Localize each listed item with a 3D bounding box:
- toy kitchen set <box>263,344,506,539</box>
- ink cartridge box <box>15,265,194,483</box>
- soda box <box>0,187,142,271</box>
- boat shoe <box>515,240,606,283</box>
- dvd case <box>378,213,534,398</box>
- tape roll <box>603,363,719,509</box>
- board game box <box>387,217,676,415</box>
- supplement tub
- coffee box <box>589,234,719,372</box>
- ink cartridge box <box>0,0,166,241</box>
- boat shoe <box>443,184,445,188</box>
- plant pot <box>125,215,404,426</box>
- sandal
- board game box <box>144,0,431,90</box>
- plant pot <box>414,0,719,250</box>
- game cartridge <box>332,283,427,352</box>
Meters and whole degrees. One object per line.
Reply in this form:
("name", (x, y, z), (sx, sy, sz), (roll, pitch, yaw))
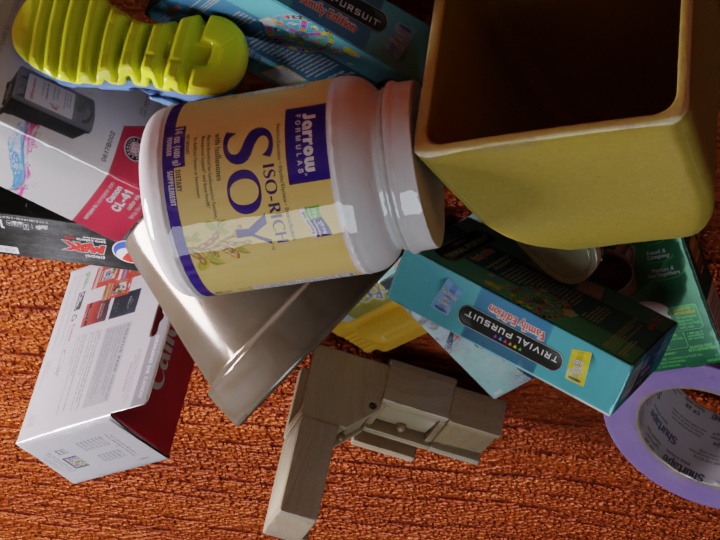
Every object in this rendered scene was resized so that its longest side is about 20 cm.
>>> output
("toy kitchen set", (0.015, 0.204, 1.777), (0.199, 0.181, 0.163), (17, 153, -8))
("ink cartridge box", (-0.212, 0.081, 1.673), (0.175, 0.201, 0.084), (-17, 136, 37))
("soda box", (-0.234, -0.048, 1.616), (0.199, 0.071, 0.063), (8, 143, 6))
("boat shoe", (0.130, -0.080, 1.441), (0.199, 0.066, 0.075), (46, 125, 9))
("dvd case", (0.128, 0.028, 1.617), (0.146, 0.022, 0.200), (-29, 128, 19))
("tape roll", (0.329, 0.124, 1.628), (0.199, 0.085, 0.201), (19, 141, 16))
("board game box", (0.140, 0.033, 1.433), (0.199, 0.151, 0.047), (28, 110, 16))
("supplement tub", (-0.047, -0.063, 1.304), (0.199, 0.146, 0.146), (-9, 141, 12))
("coffee box", (0.229, -0.005, 1.507), (0.122, 0.044, 0.201), (-11, 118, 30))
("ink cartridge box", (-0.248, -0.136, 1.435), (0.199, 0.148, 0.086), (27, 142, -21))
("boat shoe", (-0.020, -0.085, 1.504), (0.199, 0.072, 0.065), (-2, 144, 28))
("plant pot", (-0.092, -0.002, 1.460), (0.174, 0.200, 0.200), (44, 140, 0))
("sandal", (-0.174, -0.161, 1.368), (0.199, 0.080, 0.087), (17, 168, 15))
("board game box", (-0.047, -0.185, 1.354), (0.199, 0.047, 0.151), (27, 163, -20))
("plant pot", (0.172, -0.118, 1.306), (0.194, 0.195, 0.200), (-6, 146, 24))
("game cartridge", (0.000, 0.000, 1.646), (0.200, 0.033, 0.176), (35, 139, -27))
